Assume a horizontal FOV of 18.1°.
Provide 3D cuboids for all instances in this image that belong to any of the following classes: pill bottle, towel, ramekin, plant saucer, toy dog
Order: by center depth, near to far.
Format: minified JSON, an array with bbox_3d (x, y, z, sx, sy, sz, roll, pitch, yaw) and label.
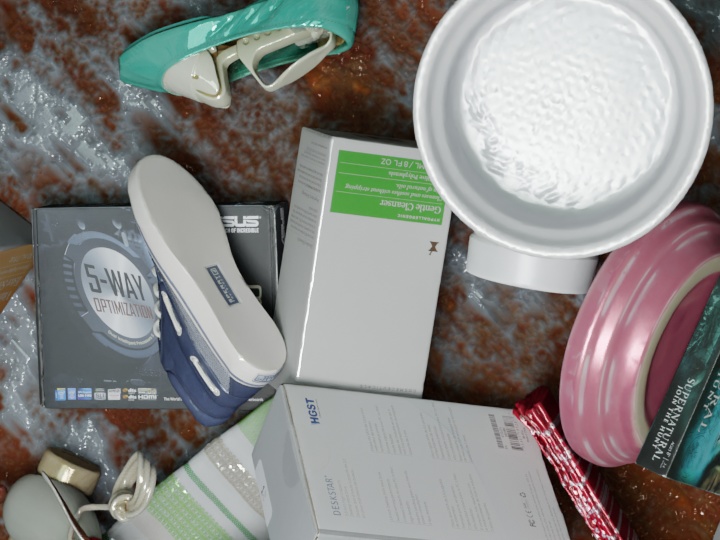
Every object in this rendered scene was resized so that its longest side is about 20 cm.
[{"bbox_3d":[0.139,-0.112,1.542,0.199,0.098,0.202,1,96,7],"label":"ramekin"},{"bbox_3d":[0.217,0.051,1.602,0.051,0.200,0.201,25,101,33],"label":"plant saucer"},{"bbox_3d":[0.140,-0.090,1.651,0.113,0.113,0.201,10,97,12],"label":"pill bottle"},{"bbox_3d":[0.174,0.175,1.653,0.022,0.145,0.201,-31,87,8],"label":"towel"},{"bbox_3d":[-0.242,0.194,1.732,0.096,0.200,0.133,19,76,-23],"label":"toy dog"},{"bbox_3d":[-0.091,0.208,1.753,0.200,0.031,0.149,-40,103,16],"label":"towel"}]

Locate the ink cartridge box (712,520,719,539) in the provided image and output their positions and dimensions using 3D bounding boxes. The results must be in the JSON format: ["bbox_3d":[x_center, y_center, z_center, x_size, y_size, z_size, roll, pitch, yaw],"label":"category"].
[{"bbox_3d":[0.343,0.188,1.627,0.146,0.083,0.201,17,100,-10],"label":"ink cartridge box"}]

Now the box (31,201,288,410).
[{"bbox_3d":[-0.154,0.027,1.765,0.199,0.044,0.161,0,96,13],"label":"box"}]

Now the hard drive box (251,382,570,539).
[{"bbox_3d":[0.036,0.168,1.627,0.199,0.156,0.077,9,127,-20],"label":"hard drive box"}]

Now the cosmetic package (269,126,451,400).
[{"bbox_3d":[0.000,0.000,1.691,0.107,0.085,0.201,5,97,-19],"label":"cosmetic package"}]

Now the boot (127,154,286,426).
[{"bbox_3d":[-0.136,0.017,1.703,0.090,0.073,0.201,-44,65,40],"label":"boot"}]

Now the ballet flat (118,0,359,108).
[{"bbox_3d":[-0.093,-0.164,1.715,0.199,0.067,0.071,-19,62,12],"label":"ballet flat"}]

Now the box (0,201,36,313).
[{"bbox_3d":[-0.359,0.030,1.757,0.106,0.152,0.200,37,103,6],"label":"box"}]

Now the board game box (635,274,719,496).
[{"bbox_3d":[0.272,0.060,1.611,0.028,0.135,0.201,25,92,32],"label":"board game box"}]
